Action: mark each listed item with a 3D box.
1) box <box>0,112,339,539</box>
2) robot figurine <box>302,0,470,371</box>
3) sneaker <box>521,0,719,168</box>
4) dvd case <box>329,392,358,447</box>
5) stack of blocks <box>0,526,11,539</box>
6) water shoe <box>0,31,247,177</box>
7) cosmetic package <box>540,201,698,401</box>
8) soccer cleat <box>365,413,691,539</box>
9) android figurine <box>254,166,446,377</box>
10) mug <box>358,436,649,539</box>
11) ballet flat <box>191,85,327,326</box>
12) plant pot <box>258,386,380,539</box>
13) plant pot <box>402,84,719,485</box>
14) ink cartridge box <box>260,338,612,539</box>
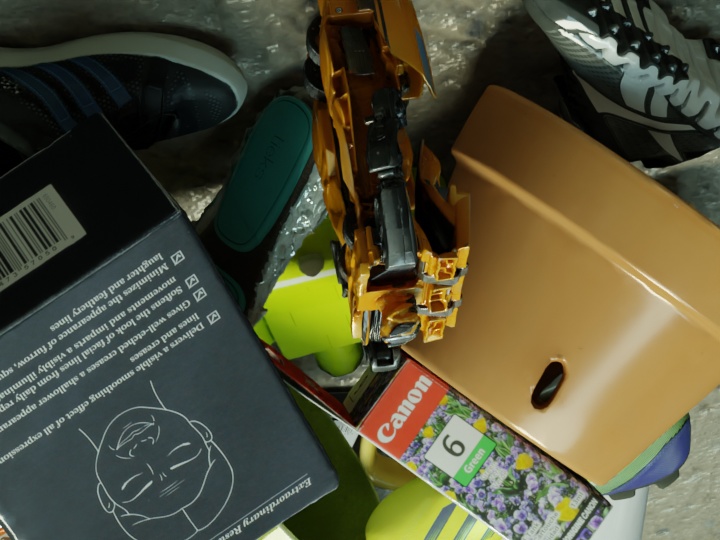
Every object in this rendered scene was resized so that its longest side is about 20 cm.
[{"bbox_3d":[-0.125,0.055,1.119,0.148,0.107,0.200,-34,130,-8],"label":"box"},{"bbox_3d":[0.011,-0.055,1.104,0.058,0.201,0.145,-7,150,-8],"label":"robot figurine"},{"bbox_3d":[0.130,-0.097,1.206,0.090,0.067,0.200,-32,146,27],"label":"sneaker"},{"bbox_3d":[-0.090,0.140,1.570,0.150,0.025,0.200,-1,147,-17],"label":"dvd case"},{"bbox_3d":[-0.195,0.084,1.221,0.115,0.059,0.200,-32,133,2],"label":"stack of blocks"},{"bbox_3d":[-0.151,-0.067,1.149,0.199,0.079,0.072,-2,149,-16],"label":"water shoe"},{"bbox_3d":[0.118,0.043,1.375,0.199,0.073,0.104,-22,162,-4],"label":"cosmetic package"},{"bbox_3d":[0.093,0.109,1.344,0.200,0.065,0.084,-19,132,-3],"label":"soccer cleat"},{"bbox_3d":[0.000,0.000,1.352,0.181,0.041,0.200,-13,151,2],"label":"android figurine"},{"bbox_3d":[0.107,0.136,1.521,0.186,0.150,0.153,-9,142,-18],"label":"mug"},{"bbox_3d":[-0.059,-0.006,1.240,0.072,0.072,0.200,22,109,-43],"label":"ballet flat"},{"bbox_3d":[-0.115,0.164,1.399,0.200,0.187,0.187,-38,143,15],"label":"plant pot"},{"bbox_3d":[0.110,0.017,1.216,0.140,0.200,0.200,-56,140,1],"label":"plant pot"},{"bbox_3d":[0.034,0.079,1.249,0.050,0.200,0.109,-54,-174,1],"label":"ink cartridge box"}]
